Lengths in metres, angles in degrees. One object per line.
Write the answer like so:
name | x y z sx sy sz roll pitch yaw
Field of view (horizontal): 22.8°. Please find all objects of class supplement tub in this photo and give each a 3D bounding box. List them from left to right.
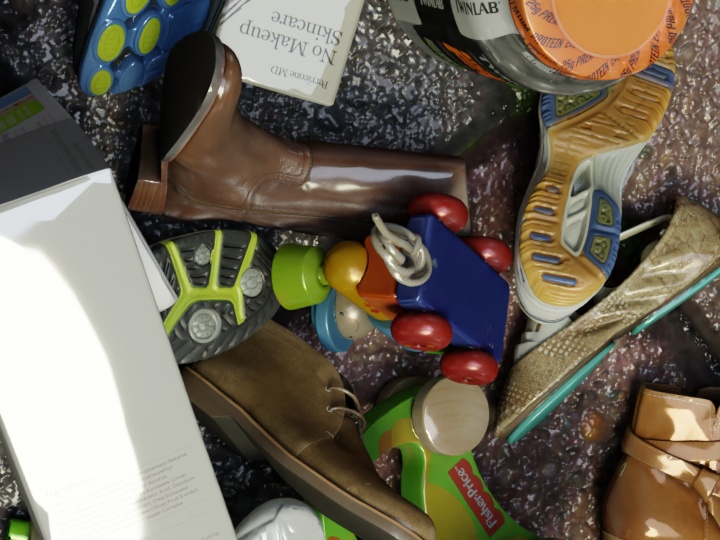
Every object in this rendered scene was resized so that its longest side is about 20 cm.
supplement tub | 0.096 -0.162 0.980 0.122 0.200 0.123 -3 103 -15

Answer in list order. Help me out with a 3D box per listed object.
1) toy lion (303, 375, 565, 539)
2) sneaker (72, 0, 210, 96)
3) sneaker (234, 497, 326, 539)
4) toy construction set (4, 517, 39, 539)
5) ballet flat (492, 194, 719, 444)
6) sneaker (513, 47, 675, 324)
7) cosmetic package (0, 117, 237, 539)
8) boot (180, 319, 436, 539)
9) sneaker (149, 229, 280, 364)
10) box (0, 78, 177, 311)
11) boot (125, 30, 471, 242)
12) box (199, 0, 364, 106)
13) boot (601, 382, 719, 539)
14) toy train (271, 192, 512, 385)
toy lion | 0.031 0.190 1.073 0.192 0.069 0.200 -39 105 -26
sneaker | -0.125 -0.192 0.979 0.071 0.083 0.200 -10 119 -39
sneaker | -0.085 0.198 1.047 0.078 0.099 0.200 17 117 -26
toy construction set | -0.148 0.161 0.993 0.092 0.200 0.131 21 62 -28
ballet flat | 0.147 0.025 1.119 0.200 0.071 0.065 -38 82 -9
sneaker | 0.131 -0.063 1.083 0.075 0.088 0.200 21 70 3
cosmetic package | -0.127 0.046 0.796 0.085 0.108 0.200 -20 113 -11
boot | -0.021 0.092 1.014 0.075 0.200 0.074 -45 145 -14
sneaker | -0.136 0.025 1.022 0.200 0.076 0.076 -22 105 -26
box | -0.180 -0.020 0.927 0.112 0.200 0.102 -31 109 -8
boot | -0.016 -0.064 0.990 0.199 0.186 0.064 9 71 -15
box | -0.030 -0.200 1.004 0.082 0.068 0.201 13 97 -18
boot | 0.254 0.154 1.167 0.199 0.074 0.155 6 96 -21
toy train | 0.000 0.000 0.990 0.200 0.115 0.085 37 57 -58
